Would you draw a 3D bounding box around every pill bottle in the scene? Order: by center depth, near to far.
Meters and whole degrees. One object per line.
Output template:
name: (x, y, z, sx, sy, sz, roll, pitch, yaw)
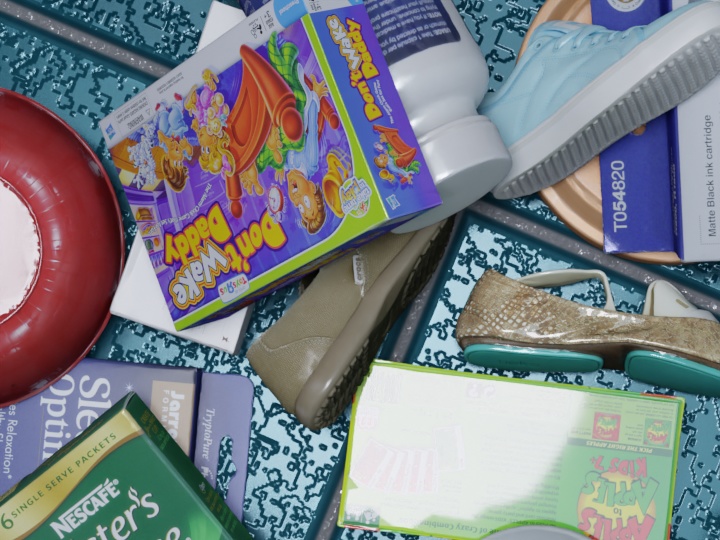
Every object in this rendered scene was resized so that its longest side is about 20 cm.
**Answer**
pill bottle: (0.006, -0.128, 1.184, 0.110, 0.111, 0.201, -28, 76, 0)

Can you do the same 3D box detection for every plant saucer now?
plant saucer: (0.192, -0.105, 1.264, 0.198, 0.032, 0.203, 0, 85, 3)

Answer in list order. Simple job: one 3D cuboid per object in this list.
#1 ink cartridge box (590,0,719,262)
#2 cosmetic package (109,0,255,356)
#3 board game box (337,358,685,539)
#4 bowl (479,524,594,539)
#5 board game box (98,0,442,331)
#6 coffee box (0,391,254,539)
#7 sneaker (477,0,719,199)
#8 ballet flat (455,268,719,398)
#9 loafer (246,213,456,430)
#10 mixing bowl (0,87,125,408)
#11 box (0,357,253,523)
ink cartridge box: (0.227, -0.106, 1.184, 0.198, 0.041, 0.202, -2, 98, 21)
cosmetic package: (-0.082, -0.055, 1.264, 0.082, 0.051, 0.202, 18, 86, 4)
board game box: (0.091, 0.116, 1.243, 0.198, 0.048, 0.103, 7, 86, 4)
bowl: (0.120, 0.253, 1.190, 0.200, 0.090, 0.203, -13, 69, 40)
board game box: (-0.056, -0.062, 1.151, 0.045, 0.199, 0.136, -17, 82, -44)
coffee box: (-0.121, 0.187, 1.222, 0.123, 0.044, 0.201, -36, 97, 10)
sneaker: (0.130, -0.117, 1.182, 0.199, 0.074, 0.083, -33, 72, 41)
ballet flat: (0.158, 0.033, 1.239, 0.198, 0.071, 0.066, 9, 72, 0)
loafer: (0.000, 0.000, 1.220, 0.067, 0.076, 0.201, 28, 59, 9)
mixing bowl: (-0.233, -0.013, 1.189, 0.198, 0.108, 0.203, 0, 90, -10)
box: (-0.169, 0.114, 1.266, 0.198, 0.032, 0.123, 5, 86, 2)
